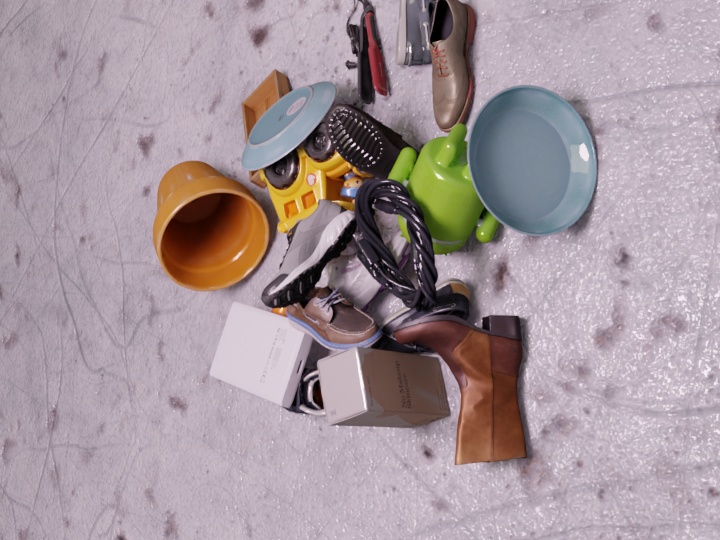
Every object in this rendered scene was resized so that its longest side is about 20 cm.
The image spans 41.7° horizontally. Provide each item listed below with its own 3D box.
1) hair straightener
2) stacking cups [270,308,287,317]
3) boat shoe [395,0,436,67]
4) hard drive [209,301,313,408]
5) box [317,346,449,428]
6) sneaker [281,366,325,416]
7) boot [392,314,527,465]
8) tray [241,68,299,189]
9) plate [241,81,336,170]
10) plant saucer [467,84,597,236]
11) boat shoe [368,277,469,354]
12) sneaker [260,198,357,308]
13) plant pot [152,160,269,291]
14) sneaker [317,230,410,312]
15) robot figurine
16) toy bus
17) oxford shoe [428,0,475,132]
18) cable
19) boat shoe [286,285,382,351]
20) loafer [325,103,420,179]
[{"bbox_3d":[-0.004,-0.367,1.569,0.076,0.041,0.204,-22,70,35],"label":"hair straightener"},{"bbox_3d":[-0.139,0.109,1.605,0.060,0.060,0.203,27,96,39],"label":"stacking cups"},{"bbox_3d":[0.092,-0.418,1.497,0.060,0.073,0.204,6,77,-3],"label":"boat shoe"},{"bbox_3d":[-0.164,0.135,1.554,0.198,0.026,0.134,13,83,45],"label":"hard drive"},{"bbox_3d":[0.035,0.170,1.348,0.077,0.198,0.097,-23,69,34],"label":"box"},{"bbox_3d":[-0.079,0.194,1.522,0.197,0.079,0.080,-7,79,41],"label":"sneaker"},{"bbox_3d":[0.136,0.165,1.310,0.068,0.184,0.205,138,133,-79],"label":"boot"},{"bbox_3d":[-0.158,-0.248,1.649,0.098,0.037,0.203,-38,45,29],"label":"tray"},{"bbox_3d":[-0.123,-0.240,1.518,0.198,0.026,0.202,-32,29,20],"label":"plate"},{"bbox_3d":[0.224,-0.144,1.266,0.036,0.196,0.205,163,111,-70],"label":"plant saucer"},{"bbox_3d":[0.084,0.091,1.399,0.199,0.074,0.063,-39,40,23],"label":"boat shoe"},{"bbox_3d":[-0.086,-0.025,1.408,0.079,0.074,0.201,33,64,14],"label":"sneaker"},{"bbox_3d":[-0.282,-0.098,1.677,0.202,0.198,0.184,-56,38,18],"label":"plant pot"},{"bbox_3d":[0.000,0.000,1.468,0.100,0.075,0.200,44,113,4],"label":"sneaker"},{"bbox_3d":[0.121,-0.107,1.352,0.173,0.116,0.202,25,131,3],"label":"robot figurine"},{"bbox_3d":[-0.048,-0.121,1.510,0.198,0.135,0.196,-24,72,33],"label":"toy bus"},{"bbox_3d":[0.126,-0.313,1.428,0.069,0.074,0.205,-3,81,38],"label":"oxford shoe"},{"bbox_3d":[0.058,-0.035,1.341,0.201,0.050,0.165,54,144,28],"label":"cable"},{"bbox_3d":[-0.050,0.065,1.425,0.198,0.072,0.074,14,130,43],"label":"boat shoe"},{"bbox_3d":[0.029,-0.183,1.431,0.073,0.199,0.072,-44,18,25],"label":"loafer"}]
